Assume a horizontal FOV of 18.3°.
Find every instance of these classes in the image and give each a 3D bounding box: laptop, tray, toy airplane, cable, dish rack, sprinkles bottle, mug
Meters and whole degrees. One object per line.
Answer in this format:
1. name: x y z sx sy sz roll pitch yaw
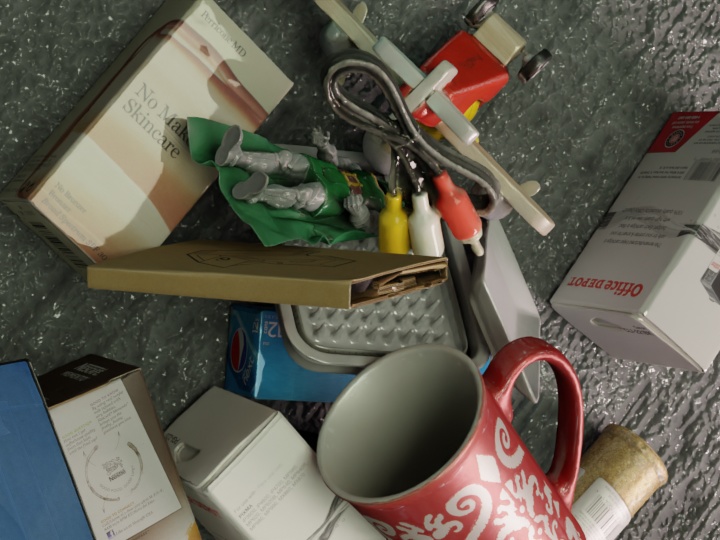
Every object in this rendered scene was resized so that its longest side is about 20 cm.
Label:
1. laptop: -0.303 0.180 1.549 0.199 0.116 0.189 -23 102 -21
2. tray: 0.109 0.025 1.712 0.022 0.200 0.108 -20 104 11
3. toy airplane: 0.049 -0.120 1.674 0.198 0.201 0.141 21 127 -35
4. cable: 0.039 -0.075 1.562 0.096 0.051 0.201 -14 137 11
5. dish rack: 0.000 0.000 1.679 0.170 0.044 0.201 5 51 -26
6. sprinkles bottle: 0.161 0.215 1.798 0.200 0.068 0.068 -45 110 -17
7. mug: 0.093 0.157 1.594 0.176 0.134 0.200 -24 130 17

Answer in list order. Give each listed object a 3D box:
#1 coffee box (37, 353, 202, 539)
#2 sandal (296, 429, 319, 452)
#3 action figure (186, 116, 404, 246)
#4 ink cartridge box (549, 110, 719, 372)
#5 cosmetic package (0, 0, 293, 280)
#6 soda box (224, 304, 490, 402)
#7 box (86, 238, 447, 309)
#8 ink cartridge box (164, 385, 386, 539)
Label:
1. coffee box: -0.176 0.171 1.611 0.079 0.114 0.202 -23 103 -22
2. sandal: 0.042 0.142 1.736 0.199 0.075 0.045 18 86 -22
3. action figure: -0.029 -0.060 1.614 0.199 0.055 0.119 8 47 -55
4. ink cartridge box: 0.262 -0.025 1.790 0.084 0.144 0.201 40 77 -21
5. cosmetic package: -0.155 -0.094 1.621 0.103 0.087 0.201 42 75 -20
6. soda box: -0.001 0.067 1.716 0.198 0.064 0.069 4 91 -25
7. box: -0.061 0.001 1.527 0.163 0.198 0.022 -14 107 -64
8. ink cartridge box: -0.053 0.189 1.652 0.085 0.145 0.200 -46 111 -13
